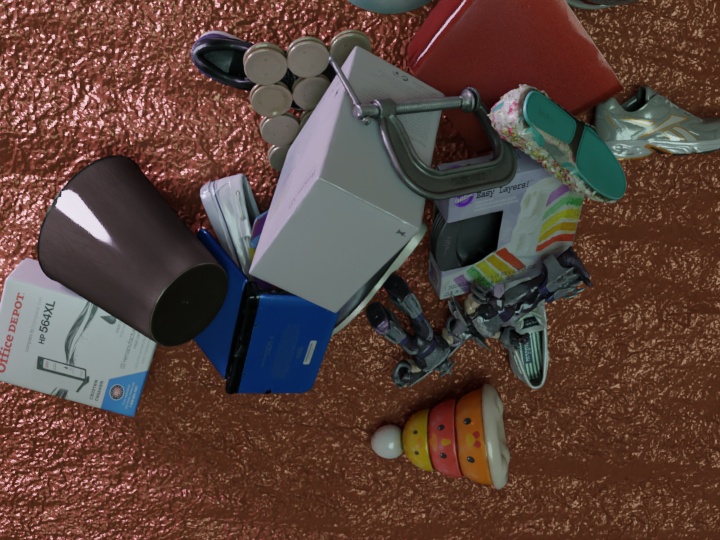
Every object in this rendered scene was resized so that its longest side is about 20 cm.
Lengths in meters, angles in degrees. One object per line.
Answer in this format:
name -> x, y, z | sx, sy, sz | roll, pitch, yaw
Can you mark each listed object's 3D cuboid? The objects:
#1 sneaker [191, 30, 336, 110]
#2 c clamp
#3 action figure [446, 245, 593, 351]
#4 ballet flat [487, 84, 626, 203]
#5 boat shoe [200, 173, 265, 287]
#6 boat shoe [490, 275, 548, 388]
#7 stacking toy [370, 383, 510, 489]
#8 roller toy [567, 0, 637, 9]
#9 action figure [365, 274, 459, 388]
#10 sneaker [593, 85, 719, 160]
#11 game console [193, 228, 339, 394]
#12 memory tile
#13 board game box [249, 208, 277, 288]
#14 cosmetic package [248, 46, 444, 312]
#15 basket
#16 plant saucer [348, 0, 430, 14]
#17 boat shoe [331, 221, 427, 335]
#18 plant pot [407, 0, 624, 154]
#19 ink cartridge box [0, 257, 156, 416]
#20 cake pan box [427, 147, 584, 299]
sneaker -> -0.108, -0.236, 0.928 | 0.197, 0.088, 0.077 | 9, 107, -9
c clamp -> 0.079, -0.153, 0.797 | 0.198, 0.027, 0.173 | -8, 69, -35
action figure -> 0.196, 0.044, 0.979 | 0.199, 0.070, 0.130 | -32, 142, 12
ballet flat -> 0.218, -0.138, 0.846 | 0.199, 0.064, 0.076 | 33, 71, -31
boat shoe -> -0.140, -0.028, 0.997 | 0.066, 0.074, 0.202 | -20, 109, 13
boat shoe -> 0.234, 0.068, 1.071 | 0.073, 0.067, 0.202 | -18, 107, 0
stacking toy -> 0.112, 0.248, 1.109 | 0.198, 0.146, 0.148 | -9, 110, 14
roller toy -> 0.296, -0.401, 0.882 | 0.182, 0.140, 0.201 | -39, 108, -3
action figure -> 0.080, 0.096, 1.043 | 0.130, 0.069, 0.200 | -48, 133, -5
sneaker -> 0.403, -0.200, 1.011 | 0.197, 0.076, 0.093 | -6, 104, -6
game console -> -0.132, 0.057, 0.982 | 0.169, 0.119, 0.201 | 3, 137, -17
memory tile -> -0.055, -0.201, 0.929 | 0.151, 0.017, 0.201 | -12, 145, -2
board game box -> -0.046, -0.030, 0.992 | 0.199, 0.039, 0.159 | -35, 117, -17
cosmetic package -> -0.017, -0.096, 0.854 | 0.122, 0.202, 0.199 | 23, 143, -17
basket -> -0.262, -0.013, 0.907 | 0.199, 0.136, 0.181 | 34, 97, 27
plant saucer -> 0.038, -0.414, 0.914 | 0.198, 0.039, 0.204 | -2, 108, -5
boat shoe -> 0.000, 0.000, 0.972 | 0.063, 0.073, 0.200 | 39, 104, -8
plant pot -> 0.162, -0.258, 0.907 | 0.176, 0.200, 0.200 | -36, 109, 18
ink cartridge box -> -0.371, 0.089, 1.007 | 0.198, 0.084, 0.147 | 17, 105, -12
cake pan box -> 0.178, -0.062, 0.952 | 0.198, 0.053, 0.186 | -12, 133, -14
